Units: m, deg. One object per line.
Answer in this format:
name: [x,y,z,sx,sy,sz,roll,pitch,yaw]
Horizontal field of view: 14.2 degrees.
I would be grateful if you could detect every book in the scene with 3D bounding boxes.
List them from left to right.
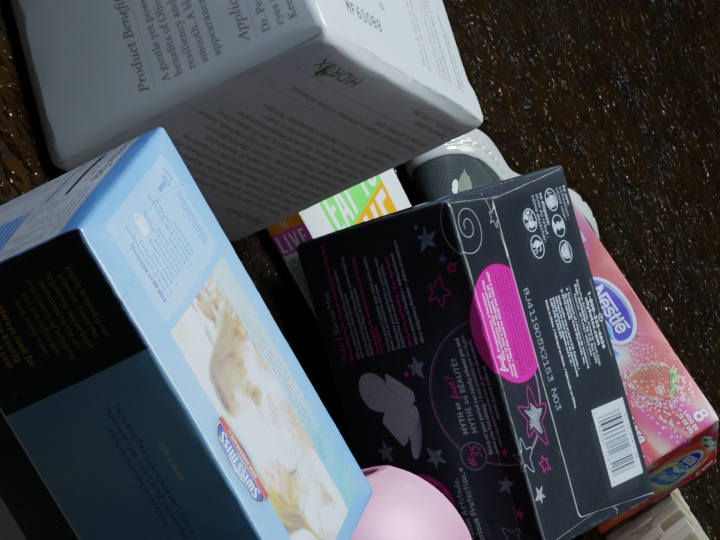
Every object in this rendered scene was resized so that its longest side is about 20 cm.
book: [0.000,0.000,1.718,0.200,0.048,0.134,61,25,-18]

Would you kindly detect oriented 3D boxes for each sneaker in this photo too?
sneaker: [0.095,-0.022,1.946,0.200,0.074,0.085,30,46,-44]

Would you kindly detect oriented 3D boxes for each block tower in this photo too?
block tower: [0.184,0.159,1.874,0.054,0.058,0.200,51,4,-26]

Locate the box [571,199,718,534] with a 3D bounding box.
box: [0.134,0.051,1.811,0.200,0.095,0.100,57,-5,20]

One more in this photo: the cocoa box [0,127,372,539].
cocoa box: [-0.106,0.066,1.250,0.200,0.131,0.133,60,21,-14]

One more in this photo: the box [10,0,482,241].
box: [-0.069,-0.150,1.524,0.200,0.171,0.200,25,44,-61]

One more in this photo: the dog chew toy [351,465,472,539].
dog chew toy: [0.011,0.201,1.417,0.124,0.124,0.201,-18,93,-69]

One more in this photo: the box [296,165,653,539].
box: [0.066,0.057,1.638,0.132,0.114,0.201,-18,93,-54]
